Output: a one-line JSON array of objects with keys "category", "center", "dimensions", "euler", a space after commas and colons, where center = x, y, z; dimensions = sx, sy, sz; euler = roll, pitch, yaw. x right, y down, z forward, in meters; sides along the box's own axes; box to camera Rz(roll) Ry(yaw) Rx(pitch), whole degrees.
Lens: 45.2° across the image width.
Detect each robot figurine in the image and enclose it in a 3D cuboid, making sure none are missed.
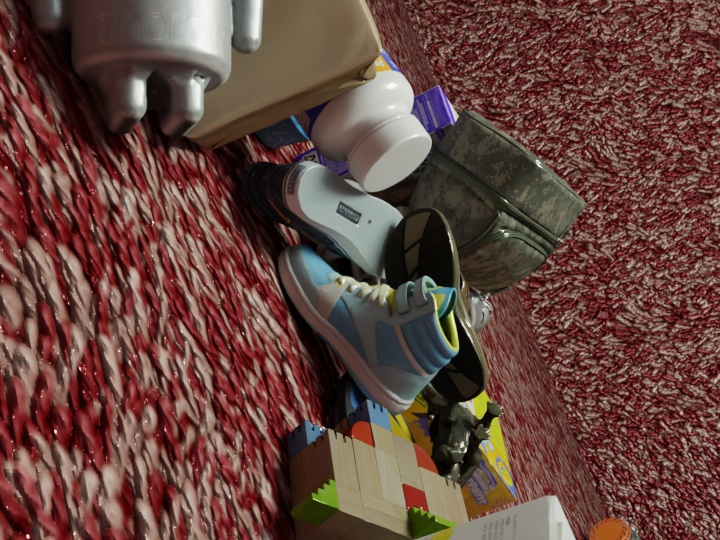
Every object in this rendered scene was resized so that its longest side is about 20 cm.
[{"category": "robot figurine", "center": [-0.150, -0.201, 0.627], "dimensions": [0.113, 0.169, 0.201], "euler": [-9, -98, 62]}]

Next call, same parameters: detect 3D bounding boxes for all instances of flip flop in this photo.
[{"category": "flip flop", "center": [0.084, 0.035, 0.889], "dimensions": [0.058, 0.081, 0.201], "euler": [-22, 92, -64]}]

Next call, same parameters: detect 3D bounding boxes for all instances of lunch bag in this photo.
[{"category": "lunch bag", "center": [0.149, -0.063, 1.008], "dimensions": [0.139, 0.168, 0.200], "euler": [44, 12, 30]}]

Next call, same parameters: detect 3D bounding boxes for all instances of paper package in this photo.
[{"category": "paper package", "center": [-0.101, -0.230, 0.739], "dimensions": [0.103, 0.190, 0.201], "euler": [-119, -174, -89]}]

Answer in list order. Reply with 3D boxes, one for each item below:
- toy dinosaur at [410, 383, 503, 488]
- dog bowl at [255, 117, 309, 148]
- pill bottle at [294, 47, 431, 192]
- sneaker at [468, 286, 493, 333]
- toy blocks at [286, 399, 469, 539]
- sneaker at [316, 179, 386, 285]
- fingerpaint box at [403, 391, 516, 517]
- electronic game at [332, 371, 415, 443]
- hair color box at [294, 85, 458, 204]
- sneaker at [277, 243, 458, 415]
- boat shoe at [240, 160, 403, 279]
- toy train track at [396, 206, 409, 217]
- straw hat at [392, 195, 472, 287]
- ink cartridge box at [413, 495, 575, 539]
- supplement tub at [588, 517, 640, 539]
[{"category": "toy dinosaur", "center": [0.099, 0.190, 0.904], "dimensions": [0.201, 0.077, 0.103], "euler": [-83, -174, -49]}, {"category": "dog bowl", "center": [-0.119, -0.222, 0.962], "dimensions": [0.200, 0.049, 0.112], "euler": [57, 17, -34]}, {"category": "pill bottle", "center": [-0.017, -0.180, 0.857], "dimensions": [0.200, 0.112, 0.112], "euler": [55, 11, 18]}, {"category": "sneaker", "center": [0.139, 0.047, 1.160], "dimensions": [0.075, 0.082, 0.200], "euler": [48, -9, 11]}, {"category": "toy blocks", "center": [0.014, 0.174, 0.717], "dimensions": [0.200, 0.100, 0.137], "euler": [29, 30, -31]}, {"category": "sneaker", "center": [0.000, 0.000, 1.009], "dimensions": [0.115, 0.075, 0.200], "euler": [-85, 156, -43]}, {"category": "fingerpaint box", "center": [0.119, 0.190, 1.124], "dimensions": [0.200, 0.073, 0.167], "euler": [55, 17, -33]}, {"category": "electronic game", "center": [0.028, 0.192, 0.861], "dimensions": [0.200, 0.041, 0.200], "euler": [59, 16, -29]}, {"category": "hair color box", "center": [0.033, -0.135, 1.066], "dimensions": [0.109, 0.199, 0.065], "euler": [39, 32, -58]}, {"category": "sneaker", "center": [0.018, 0.027, 0.845], "dimensions": [0.200, 0.130, 0.079], "euler": [50, 20, 6]}, {"category": "boat shoe", "center": [-0.030, -0.056, 0.886], "dimensions": [0.200, 0.091, 0.071], "euler": [36, 74, -46]}, {"category": "toy train track", "center": [0.052, 0.028, 0.997], "dimensions": [0.115, 0.032, 0.201], "euler": [1, 92, -75]}, {"category": "straw hat", "center": [0.075, -0.027, 1.132], "dimensions": [0.202, 0.200, 0.085], "euler": [61, 31, -21]}, {"category": "ink cartridge box", "center": [0.065, 0.266, 0.562], "dimensions": [0.146, 0.199, 0.145], "euler": [65, 14, -5]}, {"category": "supplement tub", "center": [0.619, 0.690, 2.037], "dimensions": [0.201, 0.122, 0.123], "euler": [61, 15, -17]}]
